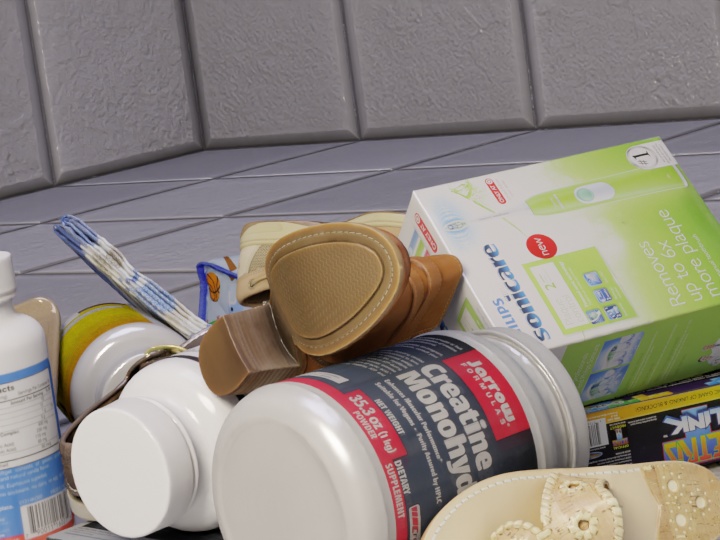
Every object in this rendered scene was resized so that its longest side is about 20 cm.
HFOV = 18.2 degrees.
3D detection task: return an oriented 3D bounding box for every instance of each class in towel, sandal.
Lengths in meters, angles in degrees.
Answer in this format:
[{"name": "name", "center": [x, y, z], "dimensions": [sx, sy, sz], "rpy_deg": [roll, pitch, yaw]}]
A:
[{"name": "towel", "center": [-0.161, 0.034, 1.866], "dimensions": [0.200, 0.024, 0.147], "rpy_deg": [36, -9, 30]}, {"name": "sandal", "center": [0.131, 0.136, 1.244], "dimensions": [0.210, 0.078, 0.070], "rpy_deg": [-8, -17, -32]}]

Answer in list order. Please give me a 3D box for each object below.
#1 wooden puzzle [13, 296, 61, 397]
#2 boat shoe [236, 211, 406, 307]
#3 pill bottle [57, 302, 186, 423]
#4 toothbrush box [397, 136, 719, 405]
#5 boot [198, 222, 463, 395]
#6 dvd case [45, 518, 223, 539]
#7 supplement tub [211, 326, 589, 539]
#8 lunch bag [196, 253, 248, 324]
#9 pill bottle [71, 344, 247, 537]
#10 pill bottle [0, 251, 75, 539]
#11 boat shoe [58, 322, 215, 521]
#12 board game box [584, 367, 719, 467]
[{"name": "wooden puzzle", "center": [-0.317, 0.114, 1.765], "dimensions": [0.184, 0.047, 0.200], "rpy_deg": [-22, 29, 4]}, {"name": "boat shoe", "center": [0.000, 0.000, 1.626], "dimensions": [0.199, 0.065, 0.071], "rpy_deg": [-2, -20, 31]}, {"name": "pill bottle", "center": [-0.184, 0.090, 1.781], "dimensions": [0.108, 0.110, 0.200], "rpy_deg": [-10, 8, -15]}, {"name": "toothbrush box", "center": [0.141, 0.007, 1.486], "dimensions": [0.199, 0.086, 0.146], "rpy_deg": [-13, 55, -24]}, {"name": "boot", "center": [0.010, 0.018, 1.355], "dimensions": [0.155, 0.077, 0.200], "rpy_deg": [-12, -21, -39]}, {"name": "dvd case", "center": [-0.084, 0.165, 1.481], "dimensions": [0.150, 0.025, 0.199], "rpy_deg": [1, 13, 45]}, {"name": "supplement tub", "center": [0.025, 0.115, 1.316], "dimensions": [0.199, 0.142, 0.140], "rpy_deg": [-16, 12, -42]}, {"name": "lunch bag", "center": [-0.020, 0.041, 1.928], "dimensions": [0.169, 0.125, 0.199], "rpy_deg": [-15, 24, -37]}, {"name": "pill bottle", "center": [-0.088, 0.102, 1.442], "dimensions": [0.111, 0.112, 0.199], "rpy_deg": [-1, 11, 38]}, {"name": "pill bottle", "center": [-0.262, 0.093, 1.529], "dimensions": [0.111, 0.202, 0.112], "rpy_deg": [-8, 8, 1]}, {"name": "boat shoe", "center": [-0.134, 0.088, 1.531], "dimensions": [0.071, 0.060, 0.200], "rpy_deg": [11, 39, 35]}, {"name": "board game box", "center": [0.197, 0.097, 1.556], "dimensions": [0.198, 0.057, 0.165], "rpy_deg": [-11, 7, -15]}]
